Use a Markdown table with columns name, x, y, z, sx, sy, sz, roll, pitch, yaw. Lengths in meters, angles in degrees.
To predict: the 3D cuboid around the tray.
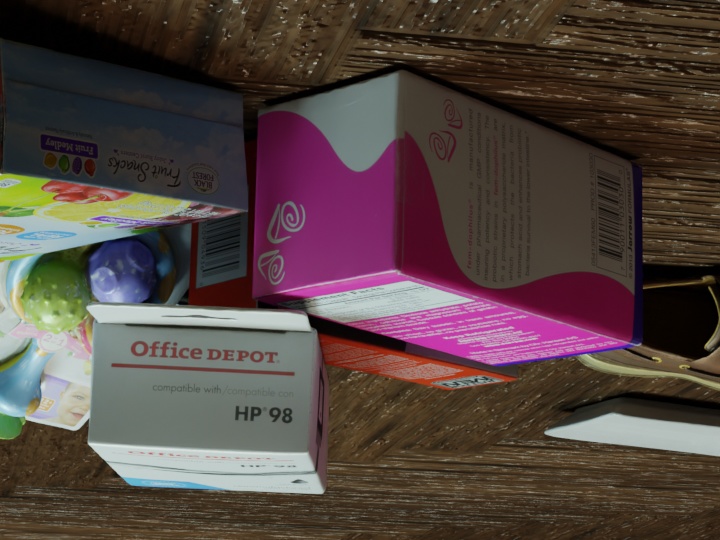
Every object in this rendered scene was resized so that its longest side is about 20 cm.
| name | x | y | z | sx | sy | sz | roll | pitch | yaw |
| --- | --- | --- | --- | --- | --- | --- | --- | --- | --- |
| tray | 0.263 | 0.130 | 1.911 | 0.198 | 0.022 | 0.107 | 9 | 165 | -28 |

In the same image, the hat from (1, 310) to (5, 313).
| name | x | y | z | sx | sy | sz | roll | pitch | yaw |
| --- | --- | --- | --- | --- | --- | --- | --- | --- | --- |
| hat | -0.283 | 0.009 | 1.342 | 0.199 | 0.082 | 0.201 | -6 | 169 | -1 |

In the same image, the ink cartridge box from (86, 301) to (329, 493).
| name | x | y | z | sx | sy | sz | roll | pitch | yaw |
| --- | --- | --- | --- | --- | --- | --- | --- | --- | --- |
| ink cartridge box | -0.078 | 0.070 | 1.193 | 0.115 | 0.067 | 0.200 | 2 | 167 | 3 |

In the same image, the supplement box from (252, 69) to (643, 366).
| name | x | y | z | sx | sy | sz | roll | pitch | yaw |
| --- | --- | --- | --- | --- | --- | --- | --- | --- | --- |
| supplement box | 0.048 | -0.021 | 1.165 | 0.103 | 0.102 | 0.199 | -10 | 162 | 39 |

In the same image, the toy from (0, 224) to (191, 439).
| name | x | y | z | sx | sy | sz | roll | pitch | yaw |
| --- | --- | --- | --- | --- | --- | --- | --- | --- | --- |
| toy | -0.154 | 0.025 | 1.257 | 0.114 | 0.047 | 0.200 | 18 | 129 | -32 |

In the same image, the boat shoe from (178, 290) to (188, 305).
| name | x | y | z | sx | sy | sz | roll | pitch | yaw |
| --- | --- | --- | --- | --- | --- | --- | --- | --- | --- |
| boat shoe | -0.120 | -0.001 | 1.321 | 0.198 | 0.069 | 0.084 | 3 | 166 | -1 |

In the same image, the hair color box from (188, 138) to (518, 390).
| name | x | y | z | sx | sy | sz | roll | pitch | yaw |
| --- | --- | --- | --- | --- | --- | --- | --- | --- | --- |
| hair color box | 0.000 | 0.000 | 1.254 | 0.199 | 0.103 | 0.061 | 13 | 162 | -43 |

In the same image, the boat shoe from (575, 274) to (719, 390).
| name | x | y | z | sx | sy | sz | roll | pitch | yaw |
| --- | --- | --- | --- | --- | --- | --- | --- | --- | --- |
| boat shoe | 0.231 | 0.038 | 1.448 | 0.198 | 0.073 | 0.068 | 3 | 168 | 1 |

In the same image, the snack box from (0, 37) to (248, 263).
| name | x | y | z | sx | sy | sz | roll | pitch | yaw |
| --- | --- | --- | --- | --- | --- | --- | --- | --- | --- |
| snack box | -0.182 | -0.051 | 1.107 | 0.199 | 0.068 | 0.168 | -9 | 170 | 38 |
